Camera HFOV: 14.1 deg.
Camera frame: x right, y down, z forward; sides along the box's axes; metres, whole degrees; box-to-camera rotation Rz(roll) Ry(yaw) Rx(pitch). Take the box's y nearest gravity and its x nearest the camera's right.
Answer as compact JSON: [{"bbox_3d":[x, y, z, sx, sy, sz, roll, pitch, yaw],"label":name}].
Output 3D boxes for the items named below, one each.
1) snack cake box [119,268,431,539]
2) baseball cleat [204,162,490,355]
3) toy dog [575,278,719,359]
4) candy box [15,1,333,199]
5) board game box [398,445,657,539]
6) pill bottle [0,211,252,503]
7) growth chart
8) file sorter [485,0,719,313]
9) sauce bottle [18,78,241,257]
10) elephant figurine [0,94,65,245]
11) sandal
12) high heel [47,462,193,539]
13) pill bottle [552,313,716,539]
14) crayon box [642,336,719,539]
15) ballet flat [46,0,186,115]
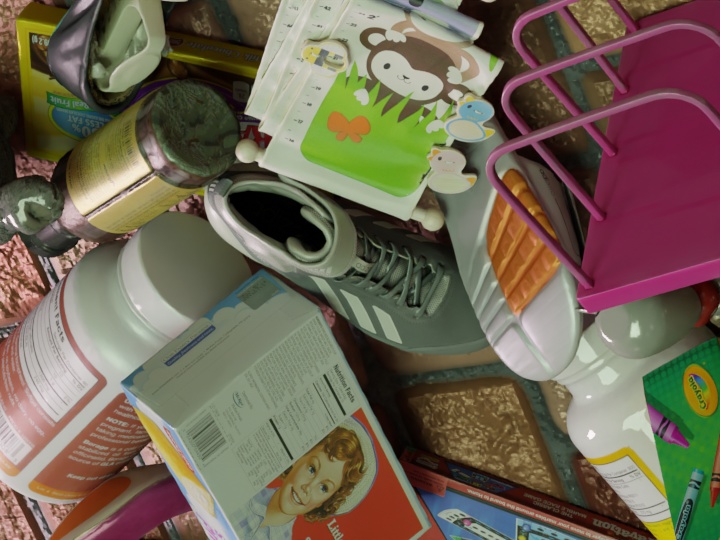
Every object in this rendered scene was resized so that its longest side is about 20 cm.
[{"bbox_3d":[-0.048,0.112,1.755,0.067,0.115,0.201,33,157,47],"label":"snack cake box"},{"bbox_3d":[0.000,0.000,1.691,0.199,0.106,0.070,23,91,-11],"label":"baseball cleat"},{"bbox_3d":[0.176,-0.016,1.583,0.096,0.200,0.132,42,101,18],"label":"toy dog"},{"bbox_3d":[-0.111,-0.095,1.747,0.199,0.026,0.103,13,130,17],"label":"candy box"},{"bbox_3d":[0.111,0.187,1.840,0.199,0.019,0.103,19,129,12],"label":"board game box"},{"bbox_3d":[-0.154,0.052,1.811,0.112,0.112,0.200,42,129,-6],"label":"pill bottle"},{"bbox_3d":[0.008,-0.105,1.582,0.144,0.018,0.201,14,137,-1],"label":"growth chart"},{"bbox_3d":[0.156,-0.107,1.483,0.138,0.201,0.125,-17,132,33],"label":"file sorter"},{"bbox_3d":[-0.144,-0.055,1.725,0.065,0.065,0.200,49,144,-12],"label":"sauce bottle"},{"bbox_3d":[-0.254,-0.052,1.769,0.155,0.142,0.200,38,127,0],"label":"elephant figurine"},{"bbox_3d":[0.087,-0.041,1.654,0.079,0.059,0.208,-36,71,44],"label":"sandal"},{"bbox_3d":[-0.104,0.156,1.829,0.096,0.200,0.067,59,164,-16],"label":"high heel"},{"bbox_3d":[0.190,0.098,1.688,0.104,0.104,0.200,-33,104,37],"label":"pill bottle"},{"bbox_3d":[0.249,0.119,1.601,0.199,0.119,0.058,17,143,-41],"label":"crayon box"},{"bbox_3d":[-0.120,-0.163,1.646,0.073,0.073,0.200,33,130,1],"label":"ballet flat"}]
